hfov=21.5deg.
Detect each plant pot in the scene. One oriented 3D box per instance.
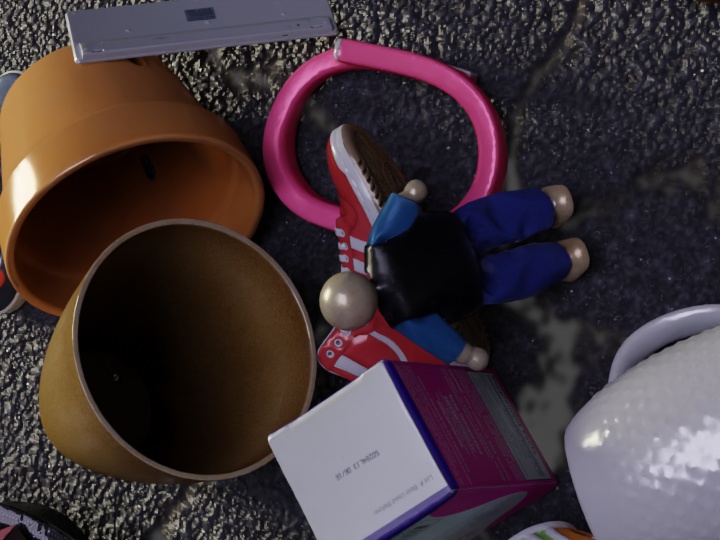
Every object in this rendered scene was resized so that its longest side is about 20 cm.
[{"bbox_3d":[-0.189,-0.079,1.430,0.200,0.200,0.140,-39,55,18],"label":"plant pot"},{"bbox_3d":[-0.160,0.082,1.393,0.200,0.186,0.187,-31,70,55],"label":"plant pot"}]

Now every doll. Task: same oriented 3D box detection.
[{"bbox_3d":[0.063,0.002,1.294,0.048,0.199,0.137,-18,87,62],"label":"doll"}]

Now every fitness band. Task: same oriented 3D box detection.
[{"bbox_3d":[0.017,-0.092,1.407,0.199,0.037,0.144,17,93,27],"label":"fitness band"}]

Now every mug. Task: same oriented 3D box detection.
[{"bbox_3d":[0.226,0.098,1.234,0.175,0.148,0.200,-20,39,14],"label":"mug"}]

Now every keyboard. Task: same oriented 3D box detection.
[{"bbox_3d":[-0.118,-0.186,1.421,0.199,0.011,0.056,-8,44,-13],"label":"keyboard"}]

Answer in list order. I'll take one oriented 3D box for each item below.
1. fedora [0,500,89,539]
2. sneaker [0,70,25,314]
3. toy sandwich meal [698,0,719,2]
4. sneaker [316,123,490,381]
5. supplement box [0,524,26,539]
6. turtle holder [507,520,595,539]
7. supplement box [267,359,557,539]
[{"bbox_3d":[-0.259,0.240,1.467,0.200,0.092,0.201,7,116,14],"label":"fedora"},{"bbox_3d":[-0.297,-0.065,1.529,0.075,0.084,0.201,3,87,26],"label":"sneaker"},{"bbox_3d":[0.243,-0.291,1.297,0.204,0.070,0.206,-2,85,25],"label":"toy sandwich meal"},{"bbox_3d":[0.000,0.000,1.360,0.112,0.071,0.201,-23,103,25],"label":"sneaker"},{"bbox_3d":[-0.259,0.302,1.392,0.110,0.086,0.201,-22,107,25],"label":"supplement box"},{"bbox_3d":[0.130,0.256,1.282,0.132,0.140,0.186,62,143,30],"label":"turtle holder"},{"bbox_3d":[0.040,0.131,1.287,0.101,0.200,0.104,-34,71,18],"label":"supplement box"}]
